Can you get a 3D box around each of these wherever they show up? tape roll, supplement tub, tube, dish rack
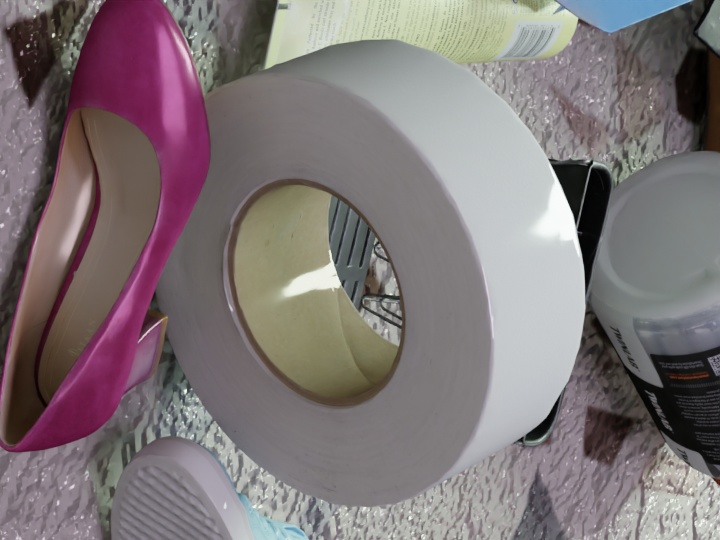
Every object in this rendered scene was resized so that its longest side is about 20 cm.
[{"bbox_3d":[0.000,0.000,1.337,0.071,0.202,0.203,-24,122,-45],"label":"tape roll"},{"bbox_3d":[0.207,0.037,1.683,0.123,0.122,0.200,-56,140,-22],"label":"supplement tub"},{"bbox_3d":[0.026,-0.128,1.451,0.200,0.052,0.058,-7,73,-49],"label":"tube"},{"bbox_3d":[0.040,0.008,1.513,0.200,0.054,0.154,6,98,-53],"label":"dish rack"}]

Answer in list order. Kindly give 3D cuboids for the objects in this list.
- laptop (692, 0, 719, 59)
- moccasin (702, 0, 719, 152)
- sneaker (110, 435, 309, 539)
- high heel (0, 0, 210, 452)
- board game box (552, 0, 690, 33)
[{"bbox_3d":[0.239,-0.183,1.645,0.103,0.200,0.177,-34,137,19],"label":"laptop"},{"bbox_3d":[0.242,-0.076,1.720,0.074,0.078,0.202,-25,123,-45],"label":"moccasin"},{"bbox_3d":[-0.062,0.138,1.431,0.200,0.074,0.082,76,31,-41],"label":"sneaker"},{"bbox_3d":[-0.119,-0.019,1.287,0.096,0.067,0.200,-35,143,-53],"label":"high heel"},{"bbox_3d":[0.127,-0.201,1.512,0.200,0.039,0.158,-24,84,-34],"label":"board game box"}]
